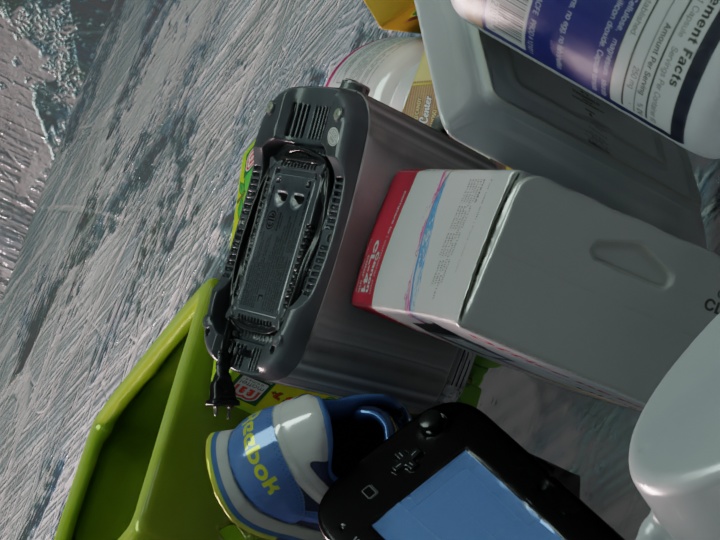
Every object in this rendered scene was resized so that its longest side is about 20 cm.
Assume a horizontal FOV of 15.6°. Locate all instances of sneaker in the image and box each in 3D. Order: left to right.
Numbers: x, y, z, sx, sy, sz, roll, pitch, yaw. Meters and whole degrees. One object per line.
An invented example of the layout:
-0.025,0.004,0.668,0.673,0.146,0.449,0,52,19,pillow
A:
0.010,0.114,1.426,0.082,0.200,0.074,-37,56,29,sneaker

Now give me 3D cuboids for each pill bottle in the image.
0.046,-0.100,1.757,0.114,0.113,0.200,-65,15,-2,pill bottle
0.150,-0.122,1.220,0.116,0.200,0.116,-50,-19,-24,pill bottle

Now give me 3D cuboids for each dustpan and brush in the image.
0.148,0.093,1.174,0.200,0.057,0.140,-40,21,18,dustpan and brush

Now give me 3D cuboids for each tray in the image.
0.107,-0.080,1.321,0.022,0.200,0.108,-35,48,32,tray

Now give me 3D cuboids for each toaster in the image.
0.000,0.000,1.475,0.114,0.129,0.200,9,83,60,toaster

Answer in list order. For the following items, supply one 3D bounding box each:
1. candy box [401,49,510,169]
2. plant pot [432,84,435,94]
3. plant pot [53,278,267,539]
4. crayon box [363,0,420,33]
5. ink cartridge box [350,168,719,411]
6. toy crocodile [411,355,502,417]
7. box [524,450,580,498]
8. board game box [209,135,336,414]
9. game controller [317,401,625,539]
0.090,-0.097,1.594,0.115,0.055,0.200,10,69,28,candy box
0.125,-0.172,1.484,0.200,0.200,0.178,153,130,-67,plant pot
-0.074,0.157,1.624,0.199,0.181,0.200,-49,22,49,plant pot
0.070,-0.209,1.721,0.127,0.051,0.200,-34,-8,18,crayon box
0.095,0.010,1.336,0.086,0.147,0.200,-68,14,-2,ink cartridge box
0.047,0.075,1.569,0.068,0.062,0.200,-40,28,58,toy crocodile
0.045,0.223,1.366,0.200,0.047,0.193,-54,15,38,box
-0.027,0.007,1.597,0.048,0.101,0.200,-47,27,41,board game box
0.059,0.138,1.291,0.104,0.042,0.200,-31,37,-15,game controller
